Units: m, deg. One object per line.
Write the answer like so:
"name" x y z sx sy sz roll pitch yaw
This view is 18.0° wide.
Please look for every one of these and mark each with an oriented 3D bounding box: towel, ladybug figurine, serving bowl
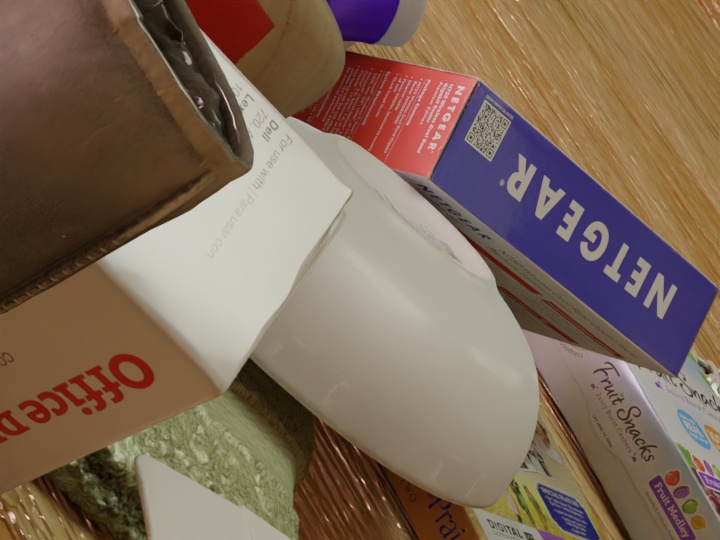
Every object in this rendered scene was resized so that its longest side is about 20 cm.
"towel" -0.089 0.026 0.770 0.200 0.036 0.149 46 19 -18
"ladybug figurine" -0.093 -0.118 0.798 0.200 0.072 0.136 43 -14 -17
"serving bowl" 0.000 0.000 0.881 0.200 0.066 0.200 41 10 -9

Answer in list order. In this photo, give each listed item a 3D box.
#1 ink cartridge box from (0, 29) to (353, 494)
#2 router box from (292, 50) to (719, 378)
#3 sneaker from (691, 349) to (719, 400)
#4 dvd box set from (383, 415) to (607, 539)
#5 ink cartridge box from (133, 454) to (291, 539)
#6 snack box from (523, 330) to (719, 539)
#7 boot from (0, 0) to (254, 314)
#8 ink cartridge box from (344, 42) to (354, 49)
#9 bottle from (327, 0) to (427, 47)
"ink cartridge box" -0.123 -0.040 0.605 0.200 0.146 0.085 46 49 -17
"router box" 0.040 -0.031 1.041 0.179 0.049 0.200 17 -14 46
"sneaker" 0.240 0.087 1.413 0.200 0.085 0.073 47 19 -10
"dvd box set" 0.054 0.088 1.017 0.146 0.029 0.201 26 31 -54
"ink cartridge box" -0.013 0.151 0.657 0.200 0.067 0.117 41 19 -36
"snack box" 0.173 0.103 1.261 0.142 0.053 0.201 31 26 -51
"boot" -0.139 -0.038 0.487 0.182 0.200 0.072 56 18 17
"ink cartridge box" -0.064 -0.229 1.275 0.200 0.083 0.146 41 19 -31
"bottle" -0.068 -0.128 0.933 0.199 0.083 0.066 6 65 -27
